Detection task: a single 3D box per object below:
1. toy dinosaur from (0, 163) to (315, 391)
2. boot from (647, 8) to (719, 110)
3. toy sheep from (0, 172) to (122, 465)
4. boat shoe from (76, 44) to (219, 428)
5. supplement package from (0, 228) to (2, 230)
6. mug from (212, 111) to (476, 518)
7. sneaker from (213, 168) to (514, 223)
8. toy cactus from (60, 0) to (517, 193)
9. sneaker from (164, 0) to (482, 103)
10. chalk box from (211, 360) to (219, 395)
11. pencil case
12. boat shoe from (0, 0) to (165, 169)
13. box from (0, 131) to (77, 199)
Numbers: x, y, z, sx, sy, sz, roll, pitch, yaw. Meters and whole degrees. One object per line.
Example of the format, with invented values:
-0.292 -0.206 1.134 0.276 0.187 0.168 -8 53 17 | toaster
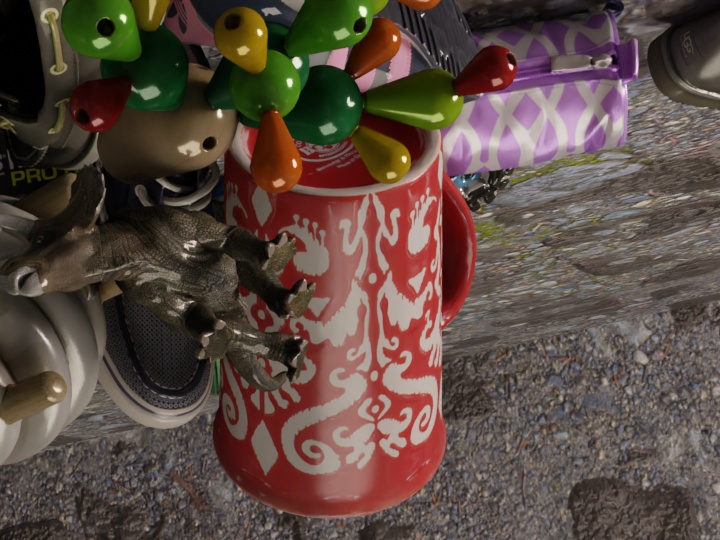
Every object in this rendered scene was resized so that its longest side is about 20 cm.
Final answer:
-0.075 0.002 0.687 0.102 0.077 0.200 30 -178 26 | toy dinosaur
0.291 -0.152 0.912 0.181 0.073 0.200 -7 163 -35 | boot
-0.181 0.031 0.717 0.137 0.138 0.200 -16 -156 31 | toy sheep
-0.105 -0.026 0.795 0.074 0.201 0.093 -4 162 -28 | boat shoe
-0.220 -0.076 0.583 0.116 0.118 0.200 -11 170 -2 | supplement package
-0.012 0.000 0.831 0.132 0.201 0.178 8 -142 9 | mug
-0.007 -0.065 0.962 0.199 0.090 0.079 -16 146 -15 | sneaker
-0.046 -0.067 0.630 0.199 0.103 0.165 -8 170 -44 | toy cactus
-0.013 -0.116 0.736 0.082 0.071 0.200 -23 158 27 | sneaker
-0.078 0.017 1.180 0.199 0.125 0.124 -9 -166 -15 | chalk box
0.060 -0.097 0.880 0.199 0.085 0.085 -10 180 -1 | pencil case
-0.141 -0.096 0.687 0.060 0.072 0.202 -18 168 -26 | boat shoe
-0.185 -0.050 1.008 0.159 0.045 0.200 -10 170 -2 | box
